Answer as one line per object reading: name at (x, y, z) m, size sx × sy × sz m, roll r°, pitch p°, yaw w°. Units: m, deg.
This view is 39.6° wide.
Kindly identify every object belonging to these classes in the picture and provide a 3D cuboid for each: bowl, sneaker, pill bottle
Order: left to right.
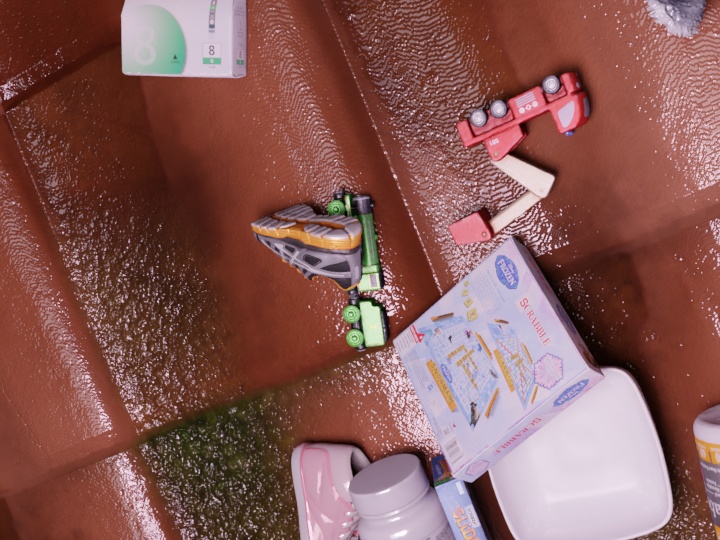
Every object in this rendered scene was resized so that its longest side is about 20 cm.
sneaker at (-0.067, -0.028, 1.208) m, size 0.199 × 0.078 × 0.078 m, roll 20°, pitch 129°, yaw 52°
sneaker at (-0.020, 0.316, 1.277) m, size 0.104 × 0.075 × 0.203 m, roll -10°, pitch 91°, yaw 27°
pill bottle at (0.064, 0.335, 1.215) m, size 0.112 × 0.113 × 0.202 m, roll -17°, pitch 101°, yaw 22°
bowl at (0.251, 0.212, 1.160) m, size 0.198 × 0.075 × 0.202 m, roll -16°, pitch 92°, yaw 22°
pill bottle at (0.434, 0.248, 1.075) m, size 0.115 × 0.116 × 0.202 m, roll -11°, pitch 95°, yaw 22°

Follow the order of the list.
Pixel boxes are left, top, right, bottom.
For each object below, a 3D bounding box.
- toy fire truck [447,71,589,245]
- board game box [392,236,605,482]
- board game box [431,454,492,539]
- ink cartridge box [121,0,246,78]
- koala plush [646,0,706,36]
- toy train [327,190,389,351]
toy fire truck at (0.178, -0.125, 1.142) m, size 0.198 × 0.049 × 0.142 m, roll -22°, pitch 91°, yaw 21°
board game box at (0.149, 0.100, 1.138) m, size 0.199 × 0.041 × 0.201 m, roll -42°, pitch 48°, yaw 21°
board game box at (0.138, 0.326, 1.186) m, size 0.034 × 0.135 × 0.202 m, roll -22°, pitch 92°, yaw 4°
ink cartridge box at (-0.223, -0.346, 1.256) m, size 0.159 × 0.050 × 0.203 m, roll 5°, pitch 103°, yaw 20°
koala plush at (0.293, -0.343, 1.009) m, size 0.199 × 0.184 × 0.178 m, roll 33°, pitch 110°, yaw 0°
toy train at (0.000, 0.000, 1.237) m, size 0.056 × 0.042 × 0.203 m, roll -6°, pitch 97°, yaw 11°
